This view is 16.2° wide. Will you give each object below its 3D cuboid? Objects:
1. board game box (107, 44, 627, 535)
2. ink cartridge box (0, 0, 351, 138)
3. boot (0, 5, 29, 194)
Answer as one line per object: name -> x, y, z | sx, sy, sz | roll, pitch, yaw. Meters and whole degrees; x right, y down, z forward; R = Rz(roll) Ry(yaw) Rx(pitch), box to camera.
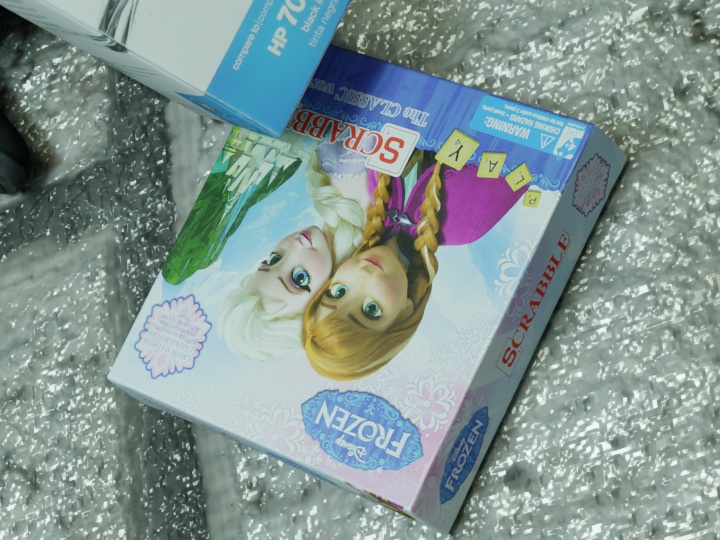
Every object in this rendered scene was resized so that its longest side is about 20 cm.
board game box -> 0.000, 0.000, 1.216 | 0.199, 0.041, 0.201 | 19, 79, 36
ink cartridge box -> -0.123, -0.150, 1.220 | 0.086, 0.199, 0.146 | -61, 22, -3
boot -> -0.202, -0.156, 1.402 | 0.164, 0.066, 0.201 | 24, 77, 35
